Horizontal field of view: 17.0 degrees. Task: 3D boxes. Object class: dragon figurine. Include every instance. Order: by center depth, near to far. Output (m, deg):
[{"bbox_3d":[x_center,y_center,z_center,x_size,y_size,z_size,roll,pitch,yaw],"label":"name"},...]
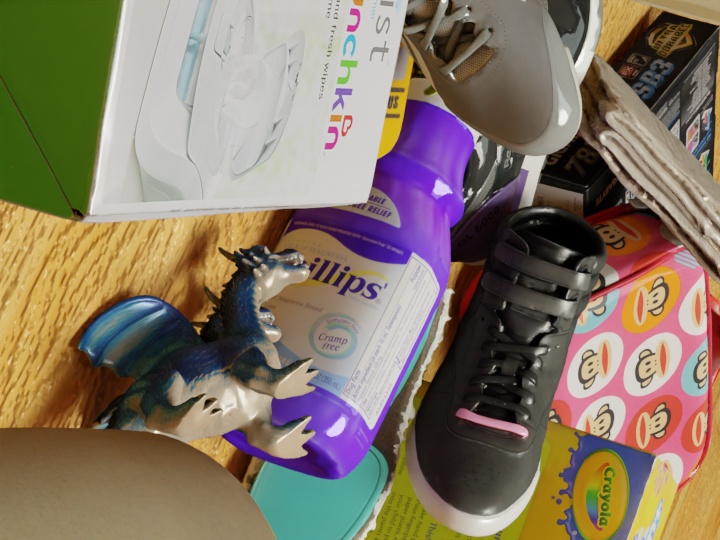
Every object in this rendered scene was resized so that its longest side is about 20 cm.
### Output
[{"bbox_3d":[-0.086,0.051,1.039,0.200,0.099,0.059,-25,130,-35],"label":"dragon figurine"}]

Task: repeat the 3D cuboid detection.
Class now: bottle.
[{"bbox_3d":[0.000,0.000,1.163,0.201,0.083,0.065,-63,153,-22],"label":"bottle"}]

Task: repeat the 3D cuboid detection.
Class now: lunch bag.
[{"bbox_3d":[0.148,0.062,1.442,0.176,0.082,0.201,-25,131,-24],"label":"lunch bag"}]

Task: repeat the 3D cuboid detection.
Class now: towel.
[{"bbox_3d":[0.166,-0.058,1.355,0.034,0.133,0.200,-42,-173,10],"label":"towel"}]

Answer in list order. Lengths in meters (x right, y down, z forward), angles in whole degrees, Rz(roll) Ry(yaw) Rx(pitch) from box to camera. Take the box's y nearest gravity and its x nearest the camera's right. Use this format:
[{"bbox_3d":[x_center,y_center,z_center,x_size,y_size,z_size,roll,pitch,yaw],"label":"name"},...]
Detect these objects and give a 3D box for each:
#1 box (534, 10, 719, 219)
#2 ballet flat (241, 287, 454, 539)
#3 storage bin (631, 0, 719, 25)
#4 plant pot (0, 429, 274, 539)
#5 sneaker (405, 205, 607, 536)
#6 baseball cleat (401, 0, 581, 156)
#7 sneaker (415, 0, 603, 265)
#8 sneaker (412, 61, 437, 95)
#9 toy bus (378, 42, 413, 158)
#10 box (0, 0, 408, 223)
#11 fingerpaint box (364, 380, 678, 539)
[{"bbox_3d":[0.170,-0.032,1.546,0.200,0.050,0.199,-49,147,-41],"label":"box"},{"bbox_3d":[-0.009,0.083,1.223,0.200,0.071,0.072,-61,152,-24],"label":"ballet flat"},{"bbox_3d":[0.240,-0.242,1.393,0.200,0.198,0.094,-59,155,-30],"label":"storage bin"},{"bbox_3d":[-0.153,0.131,0.817,0.200,0.187,0.188,20,86,-51],"label":"plant pot"},{"bbox_3d":[0.075,0.041,1.226,0.200,0.070,0.099,-68,176,-50],"label":"sneaker"},{"bbox_3d":[0.013,-0.125,1.040,0.070,0.200,0.106,-42,171,38],"label":"baseball cleat"},{"bbox_3d":[0.067,-0.100,1.264,0.087,0.075,0.201,4,101,-60],"label":"sneaker"},{"bbox_3d":[0.039,-0.179,1.114,0.071,0.083,0.201,-18,125,-30],"label":"sneaker"},{"bbox_3d":[-0.048,-0.079,1.037,0.200,0.065,0.079,-7,110,-64],"label":"toy bus"},{"bbox_3d":[-0.111,-0.082,0.742,0.176,0.199,0.097,-7,111,-63],"label":"box"},{"bbox_3d":[0.056,0.175,1.285,0.201,0.166,0.073,-69,158,-12],"label":"fingerpaint box"}]
